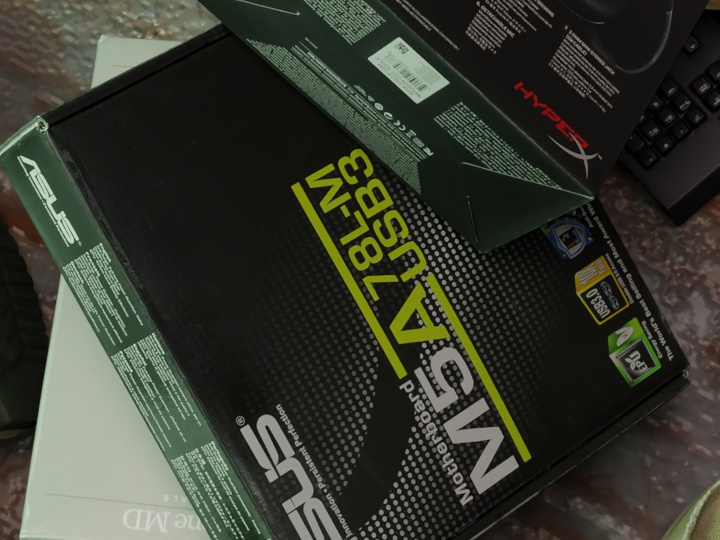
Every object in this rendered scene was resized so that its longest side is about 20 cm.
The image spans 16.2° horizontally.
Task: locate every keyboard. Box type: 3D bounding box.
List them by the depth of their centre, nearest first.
[{"bbox_3d":[0.180,-0.104,0.974,0.200,0.040,0.104,-42,75,2],"label":"keyboard"}]

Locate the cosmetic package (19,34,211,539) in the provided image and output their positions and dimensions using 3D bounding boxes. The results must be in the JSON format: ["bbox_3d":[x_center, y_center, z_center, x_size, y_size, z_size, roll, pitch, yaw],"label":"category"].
[{"bbox_3d":[-0.059,0.021,0.947,0.106,0.090,0.201,4,68,4],"label":"cosmetic package"}]

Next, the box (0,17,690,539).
[{"bbox_3d":[0.000,0.000,0.889,0.193,0.047,0.201,-30,92,-36],"label":"box"}]

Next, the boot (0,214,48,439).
[{"bbox_3d":[-0.216,-0.002,0.990,0.138,0.077,0.201,-30,76,13],"label":"boot"}]

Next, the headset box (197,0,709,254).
[{"bbox_3d":[0.053,-0.133,0.889,0.149,0.077,0.200,40,58,-14],"label":"headset box"}]

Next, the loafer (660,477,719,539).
[{"bbox_3d":[0.192,0.071,0.909,0.199,0.068,0.076,-30,68,-11],"label":"loafer"}]

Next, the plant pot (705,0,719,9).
[{"bbox_3d":[0.143,-0.201,0.962,0.027,0.200,0.200,-13,62,-46],"label":"plant pot"}]
